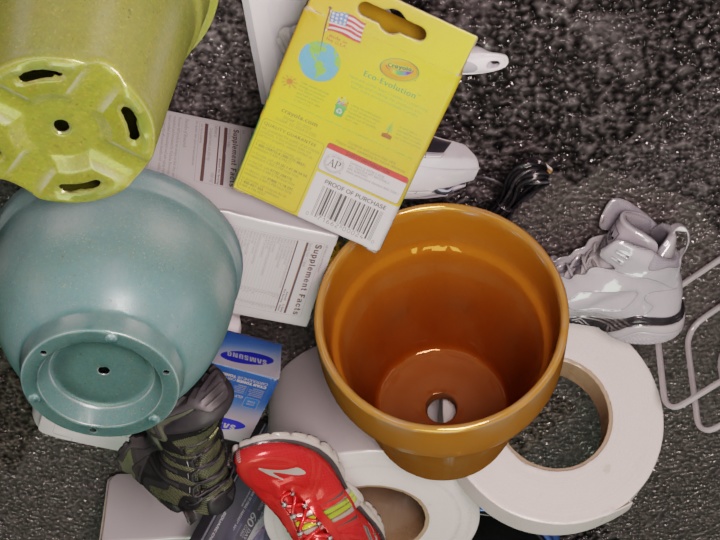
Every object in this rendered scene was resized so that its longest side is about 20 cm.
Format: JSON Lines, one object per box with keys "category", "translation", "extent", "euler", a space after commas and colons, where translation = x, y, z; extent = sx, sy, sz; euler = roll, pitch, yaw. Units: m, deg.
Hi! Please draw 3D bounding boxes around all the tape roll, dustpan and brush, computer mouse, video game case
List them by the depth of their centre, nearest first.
{"category": "dustpan and brush", "translation": [0.012, -0.166, 1.258], "extent": [0.198, 0.058, 0.140], "euler": [-5, 135, 4]}
{"category": "computer mouse", "translation": [0.054, -0.074, 1.333], "extent": [0.198, 0.044, 0.110], "euler": [14, 152, -24]}
{"category": "tape roll", "translation": [0.168, 0.132, 1.462], "extent": [0.200, 0.205, 0.037], "euler": [3, 156, -4]}
{"category": "tape roll", "translation": [0.010, 0.178, 1.552], "extent": [0.200, 0.140, 0.204], "euler": [0, 135, 0]}
{"category": "video game case", "translation": [-0.085, 0.265, 1.645], "extent": [0.019, 0.144, 0.201], "euler": [5, 144, 38]}

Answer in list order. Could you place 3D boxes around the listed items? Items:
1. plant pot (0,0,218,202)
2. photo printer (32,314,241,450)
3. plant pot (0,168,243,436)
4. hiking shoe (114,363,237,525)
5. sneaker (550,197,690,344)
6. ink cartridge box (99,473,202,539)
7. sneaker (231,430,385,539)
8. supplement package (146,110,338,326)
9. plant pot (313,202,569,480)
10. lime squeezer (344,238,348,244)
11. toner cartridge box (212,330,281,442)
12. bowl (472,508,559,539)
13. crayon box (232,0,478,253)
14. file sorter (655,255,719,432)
{"category": "plant pot", "translation": [-0.203, -0.156, 1.178], "extent": [0.198, 0.185, 0.202], "euler": [0, 136, 0]}
{"category": "photo printer", "translation": [-0.201, 0.080, 1.499], "extent": [0.165, 0.070, 0.201], "euler": [12, 134, -12]}
{"category": "plant pot", "translation": [-0.190, 0.038, 1.254], "extent": [0.198, 0.135, 0.202], "euler": [0, 134, 0]}
{"category": "hiking shoe", "translation": [-0.130, 0.147, 1.363], "extent": [0.101, 0.076, 0.200], "euler": [45, 149, 1]}
{"category": "sneaker", "translation": [0.186, -0.002, 1.421], "extent": [0.197, 0.075, 0.116], "euler": [5, 128, 1]}
{"category": "ink cartridge box", "translation": [-0.177, 0.299, 1.712], "extent": [0.143, 0.084, 0.201], "euler": [-4, 135, 5]}
{"category": "sneaker", "translation": [-0.038, 0.213, 1.427], "extent": [0.077, 0.085, 0.200], "euler": [-26, 127, 24]}
{"category": "supplement package", "translation": [-0.124, -0.046, 1.343], "extent": [0.198, 0.110, 0.114], "euler": [11, 134, -11]}
{"category": "plant pot", "translation": [0.067, 0.078, 1.355], "extent": [0.198, 0.202, 0.184], "euler": [-3, 150, 2]}
{"category": "lime squeezer", "translation": [0.000, 0.000, 1.426], "extent": [0.037, 0.071, 0.202], "euler": [9, 114, 14]}
{"category": "toner cartridge box", "translation": [-0.176, 0.083, 1.422], "extent": [0.198, 0.043, 0.095], "euler": [15, 134, -14]}
{"category": "bowl", "translation": [0.112, 0.293, 1.740], "extent": [0.198, 0.040, 0.202], "euler": [0, 136, 0]}
{"category": "crayon box", "translation": [-0.003, -0.125, 1.229], "extent": [0.126, 0.051, 0.201], "euler": [24, 125, -4]}
{"category": "file sorter", "translation": [0.368, 0.089, 1.467], "extent": [0.199, 0.140, 0.124], "euler": [31, 131, -28]}
